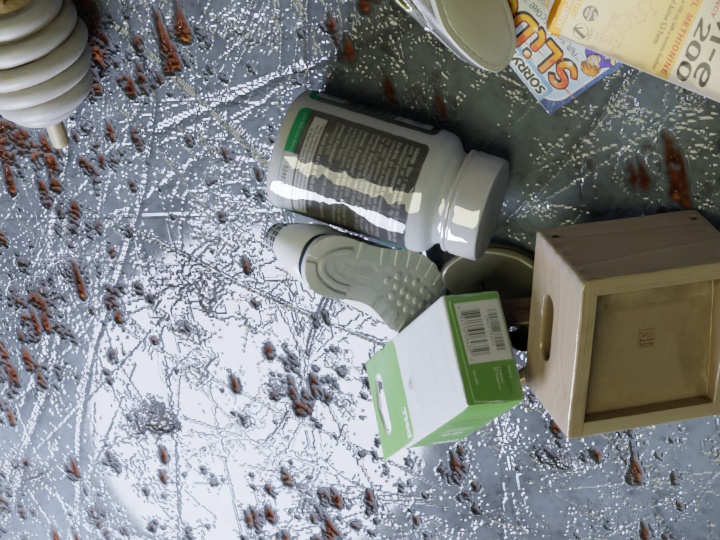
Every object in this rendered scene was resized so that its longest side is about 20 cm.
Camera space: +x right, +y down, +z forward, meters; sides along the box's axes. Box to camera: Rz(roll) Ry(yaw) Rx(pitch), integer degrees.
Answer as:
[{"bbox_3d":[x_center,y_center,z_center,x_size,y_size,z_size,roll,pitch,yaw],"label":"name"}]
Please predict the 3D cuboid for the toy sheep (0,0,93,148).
[{"bbox_3d":[-0.316,-0.201,1.832,0.137,0.138,0.201,-1,132,23],"label":"toy sheep"}]

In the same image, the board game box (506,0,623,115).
[{"bbox_3d":[0.154,-0.250,1.666,0.135,0.034,0.200,-35,100,33],"label":"board game box"}]

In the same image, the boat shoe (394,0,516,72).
[{"bbox_3d":[0.056,-0.249,1.646,0.202,0.072,0.060,50,153,-21],"label":"boat shoe"}]

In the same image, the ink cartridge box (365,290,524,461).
[{"bbox_3d":[0.074,0.100,1.801,0.200,0.059,0.104,136,125,-61],"label":"ink cartridge box"}]

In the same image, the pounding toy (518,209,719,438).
[{"bbox_3d":[0.218,0.057,1.732,0.183,0.142,0.201,-7,120,-17],"label":"pounding toy"}]

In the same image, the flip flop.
[{"bbox_3d":[0.161,0.049,1.812,0.200,0.058,0.081,41,126,-4],"label":"flip flop"}]

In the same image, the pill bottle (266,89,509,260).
[{"bbox_3d":[0.026,-0.083,1.762,0.199,0.113,0.114,18,122,13],"label":"pill bottle"}]

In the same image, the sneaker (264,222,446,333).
[{"bbox_3d":[0.000,0.000,1.811,0.080,0.200,0.077,23,87,46],"label":"sneaker"}]

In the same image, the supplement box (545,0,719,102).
[{"bbox_3d":[0.265,-0.220,1.584,0.199,0.074,0.126,21,110,0],"label":"supplement box"}]
